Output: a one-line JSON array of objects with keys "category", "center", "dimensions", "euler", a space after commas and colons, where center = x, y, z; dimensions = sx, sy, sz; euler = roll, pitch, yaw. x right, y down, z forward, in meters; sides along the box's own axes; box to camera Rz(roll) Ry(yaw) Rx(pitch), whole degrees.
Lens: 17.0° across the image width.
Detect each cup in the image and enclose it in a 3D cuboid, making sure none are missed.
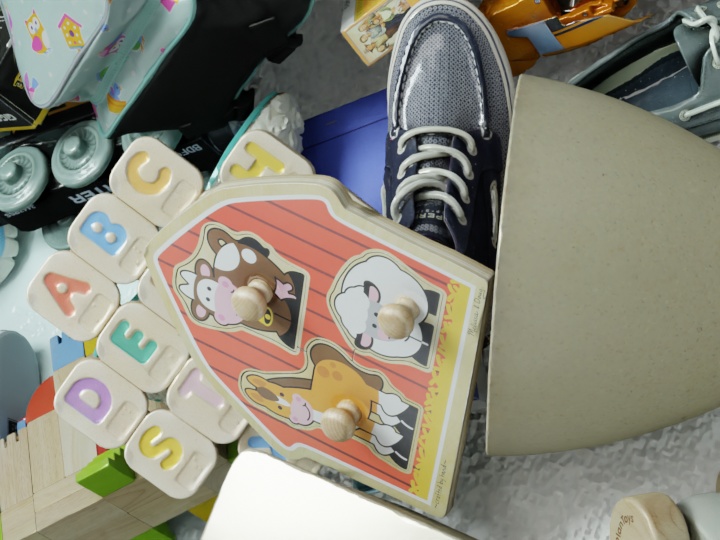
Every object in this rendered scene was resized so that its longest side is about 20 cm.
[{"category": "cup", "center": [0.144, 0.003, 1.261], "dimensions": [0.142, 0.200, 0.201], "euler": [5, 77, 6]}]

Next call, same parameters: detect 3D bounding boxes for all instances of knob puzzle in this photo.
[{"category": "knob puzzle", "center": [-0.034, 0.033, 1.280], "dimensions": [0.219, 0.220, 0.030], "euler": [5, 36, 33]}]

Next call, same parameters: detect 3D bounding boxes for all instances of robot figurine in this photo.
[{"category": "robot figurine", "center": [0.156, -0.184, 1.351], "dimensions": [0.199, 0.058, 0.145], "euler": [-21, 32, 26]}]

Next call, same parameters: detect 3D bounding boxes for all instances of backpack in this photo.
[{"category": "backpack", "center": [-0.132, -0.194, 1.392], "dimensions": [0.176, 0.153, 0.201], "euler": [-49, 50, 55]}]

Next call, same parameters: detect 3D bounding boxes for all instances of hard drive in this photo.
[{"category": "hard drive", "center": [0.000, 0.000, 1.411], "dimensions": [0.131, 0.025, 0.201], "euler": [-19, 66, 26]}]

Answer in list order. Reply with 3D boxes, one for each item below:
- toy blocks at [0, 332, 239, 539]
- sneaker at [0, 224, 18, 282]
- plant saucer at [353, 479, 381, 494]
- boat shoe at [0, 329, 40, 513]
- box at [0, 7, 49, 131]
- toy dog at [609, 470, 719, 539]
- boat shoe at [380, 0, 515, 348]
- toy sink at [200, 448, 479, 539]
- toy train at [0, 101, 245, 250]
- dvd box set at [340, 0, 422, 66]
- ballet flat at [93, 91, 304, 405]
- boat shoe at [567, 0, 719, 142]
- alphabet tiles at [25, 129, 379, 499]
[{"category": "toy blocks", "center": [-0.149, 0.089, 1.468], "dimensions": [0.199, 0.100, 0.137], "euler": [-28, 51, 21]}, {"category": "sneaker", "center": [-0.324, 0.006, 1.590], "dimensions": [0.200, 0.090, 0.079], "euler": [-37, 60, 18]}, {"category": "plant saucer", "center": [0.025, 0.030, 1.413], "dimensions": [0.070, 0.019, 0.201], "euler": [-13, 70, 28]}, {"category": "boat shoe", "center": [-0.247, 0.136, 1.515], "dimensions": [0.068, 0.074, 0.200], "euler": [-15, 66, 29]}, {"category": "box", "center": [-0.235, -0.165, 1.552], "dimensions": [0.200, 0.049, 0.160], "euler": [0, 57, 52]}, {"category": "toy dog", "center": [0.197, 0.184, 1.211], "dimensions": [0.131, 0.097, 0.200], "euler": [0, 37, -6]}, {"category": "boat shoe", "center": [0.046, -0.048, 1.298], "dimensions": [0.074, 0.093, 0.201], "euler": [-4, 94, 10]}, {"category": "toy sink", "center": [0.015, 0.196, 1.314], "dimensions": [0.199, 0.112, 0.131], "euler": [20, 87, 29]}, {"category": "toy train", "center": [-0.158, -0.089, 1.526], "dimensions": [0.199, 0.085, 0.114], "euler": [-18, 58, 26]}, {"category": "dvd box set", "center": [0.077, -0.205, 1.386], "dimensions": [0.200, 0.029, 0.146], "euler": [-35, 17, 17]}, {"category": "ballet flat", "center": [-0.077, -0.006, 1.405], "dimensions": [0.072, 0.072, 0.200], "euler": [28, 81, 34]}, {"category": "boat shoe", "center": [0.193, -0.112, 1.325], "dimensions": [0.199, 0.062, 0.073], "euler": [-27, 63, 23]}, {"category": "alphabet tiles", "center": [-0.079, 0.025, 1.357], "dimensions": [0.195, 0.015, 0.200], "euler": [37, 94, -3]}]
